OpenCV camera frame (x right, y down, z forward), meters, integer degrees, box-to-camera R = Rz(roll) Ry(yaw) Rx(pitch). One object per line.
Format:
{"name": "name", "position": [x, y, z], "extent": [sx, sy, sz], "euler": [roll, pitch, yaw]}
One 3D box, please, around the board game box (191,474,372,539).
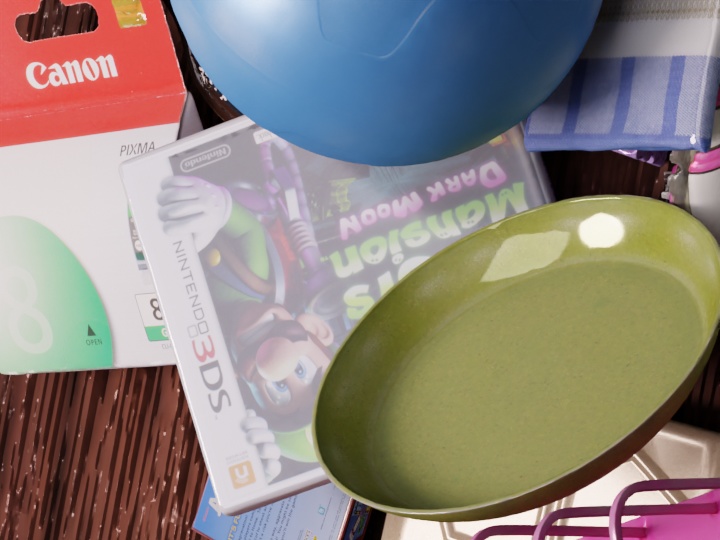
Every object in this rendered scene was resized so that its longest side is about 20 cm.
{"name": "board game box", "position": [-0.018, 0.054, 1.457], "extent": [0.103, 0.019, 0.201], "euler": [24, 99, 42]}

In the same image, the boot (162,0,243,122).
{"name": "boot", "position": [-0.057, -0.139, 1.486], "extent": [0.075, 0.097, 0.200], "euler": [-39, 88, 23]}

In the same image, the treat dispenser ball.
{"name": "treat dispenser ball", "position": [0.012, -0.147, 1.294], "extent": [0.200, 0.201, 0.202], "euler": [-4, 83, 33]}

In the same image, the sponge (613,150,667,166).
{"name": "sponge", "position": [0.079, -0.133, 1.413], "extent": [0.200, 0.030, 0.112], "euler": [23, 97, 34]}

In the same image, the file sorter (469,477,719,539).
{"name": "file sorter", "position": [0.097, 0.174, 1.240], "extent": [0.200, 0.125, 0.140], "euler": [-27, 68, 48]}

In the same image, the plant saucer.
{"name": "plant saucer", "position": [0.073, 0.044, 1.282], "extent": [0.199, 0.031, 0.200], "euler": [-22, 33, 15]}

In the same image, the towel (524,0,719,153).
{"name": "towel", "position": [0.132, -0.150, 1.314], "extent": [0.147, 0.024, 0.201], "euler": [2, 82, 61]}

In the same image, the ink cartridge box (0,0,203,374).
{"name": "ink cartridge box", "position": [-0.146, -0.048, 1.492], "extent": [0.161, 0.050, 0.201], "euler": [-5, 109, 41]}

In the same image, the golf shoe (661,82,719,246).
{"name": "golf shoe", "position": [0.195, -0.095, 1.304], "extent": [0.092, 0.073, 0.201], "euler": [20, 104, 11]}

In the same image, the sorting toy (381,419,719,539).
{"name": "sorting toy", "position": [0.089, 0.150, 1.380], "extent": [0.199, 0.036, 0.186], "euler": [15, 93, 38]}

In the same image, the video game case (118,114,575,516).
{"name": "video game case", "position": [0.000, 0.000, 1.388], "extent": [0.199, 0.023, 0.183], "euler": [-20, 78, 11]}
